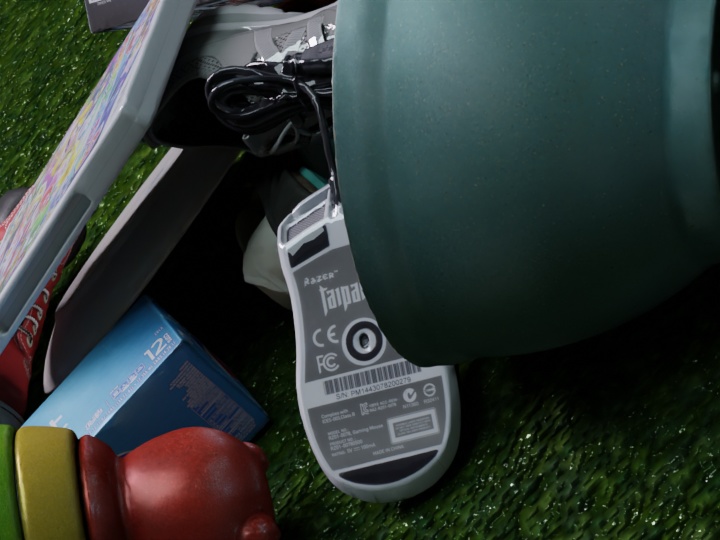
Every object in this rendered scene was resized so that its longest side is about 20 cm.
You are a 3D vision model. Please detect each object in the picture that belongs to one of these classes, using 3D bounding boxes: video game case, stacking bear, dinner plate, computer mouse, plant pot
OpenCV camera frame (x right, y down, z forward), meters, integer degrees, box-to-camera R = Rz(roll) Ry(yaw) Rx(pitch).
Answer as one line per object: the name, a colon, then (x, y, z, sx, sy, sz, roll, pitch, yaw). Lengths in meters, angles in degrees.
video game case: (-0.137, -0.044, 1.188, 0.200, 0.018, 0.144, -52, 14, 35)
stacking bear: (-0.133, 0.118, 1.052, 0.199, 0.114, 0.122, -11, 25, -3)
dinner plate: (-0.108, -0.024, 1.262, 0.200, 0.024, 0.200, -51, 8, 10)
computer mouse: (0.000, 0.000, 1.051, 0.109, 0.044, 0.201, -13, 79, 18)
plant pot: (0.087, -0.064, 0.959, 0.133, 0.201, 0.201, -1, 47, 21)

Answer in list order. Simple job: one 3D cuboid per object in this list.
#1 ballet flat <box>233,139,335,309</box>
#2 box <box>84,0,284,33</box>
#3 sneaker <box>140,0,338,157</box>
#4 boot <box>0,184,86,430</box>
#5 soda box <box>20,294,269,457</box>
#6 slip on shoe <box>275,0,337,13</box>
ballet flat: (-0.024, -0.020, 1.175, 0.069, 0.068, 0.200, -54, 17, 8)
box: (-0.039, -0.165, 1.318, 0.136, 0.040, 0.199, -14, 6, -37)
sneaker: (-0.019, -0.079, 1.130, 0.199, 0.075, 0.082, -5, 38, 44)
boot: (-0.186, 0.015, 1.305, 0.145, 0.072, 0.200, -56, 16, -3)
soda box: (-0.138, 0.112, 1.155, 0.200, 0.064, 0.068, -47, 28, 0)
slip on shoe: (0.013, -0.105, 1.228, 0.074, 0.061, 0.200, -52, 29, -13)
